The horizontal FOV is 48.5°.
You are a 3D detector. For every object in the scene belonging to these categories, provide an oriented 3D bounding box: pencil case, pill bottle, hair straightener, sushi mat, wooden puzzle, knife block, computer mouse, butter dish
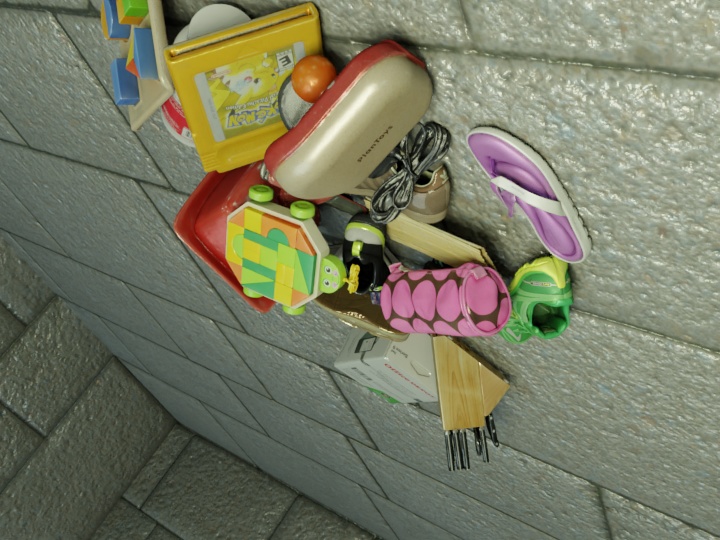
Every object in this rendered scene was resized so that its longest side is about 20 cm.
[{"bbox_3d":[0.101,0.034,1.010,0.199,0.090,0.095,-4,93,58],"label":"pencil case"},{"bbox_3d":[-0.189,-0.244,1.013,0.112,0.113,0.200,39,155,-6],"label":"pill bottle"},{"bbox_3d":[-0.048,-0.109,1.083,0.198,0.041,0.077,17,-172,-31],"label":"hair straightener"},{"bbox_3d":[0.092,-0.037,1.027,0.199,0.012,0.096,27,166,38],"label":"sushi mat"},{"bbox_3d":[-0.290,-0.292,1.018,0.199,0.046,0.188,-14,84,63],"label":"wooden puzzle"},{"bbox_3d":[0.149,0.216,1.290,0.199,0.176,0.064,37,-173,-6],"label":"knife block"},{"bbox_3d":[-0.007,-0.161,0.936,0.199,0.139,0.053,35,-160,-7],"label":"computer mouse"},{"bbox_3d":[-0.135,-0.080,1.169,0.199,0.201,0.147,45,137,-19],"label":"butter dish"}]

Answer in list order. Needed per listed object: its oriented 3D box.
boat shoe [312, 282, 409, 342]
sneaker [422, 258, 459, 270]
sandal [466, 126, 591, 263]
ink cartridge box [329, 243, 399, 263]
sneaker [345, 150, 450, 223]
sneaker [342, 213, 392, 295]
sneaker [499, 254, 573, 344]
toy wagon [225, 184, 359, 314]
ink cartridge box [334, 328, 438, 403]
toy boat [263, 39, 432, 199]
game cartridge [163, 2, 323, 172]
[{"bbox_3d":[-0.012,0.056,1.249,0.198,0.072,0.065,29,156,11],"label":"boat shoe"},{"bbox_3d":[0.118,0.011,1.125,0.199,0.075,0.080,-17,109,54],"label":"sneaker"},{"bbox_3d":[0.186,-0.075,0.883,0.203,0.050,0.082,45,154,-17],"label":"sandal"},{"bbox_3d":[0.035,0.037,1.291,0.200,0.050,0.160,49,153,-20],"label":"ink cartridge box"},{"bbox_3d":[0.027,-0.131,1.003,0.198,0.071,0.076,24,134,20],"label":"sneaker"},{"bbox_3d":[0.000,0.000,1.114,0.071,0.084,0.201,10,153,13],"label":"sneaker"},{"bbox_3d":[0.217,0.055,1.016,0.073,0.085,0.201,-9,154,-9],"label":"sneaker"},{"bbox_3d":[-0.093,-0.018,1.055,0.198,0.039,0.157,22,121,25],"label":"toy wagon"},{"bbox_3d":[0.065,0.163,1.410,0.145,0.085,0.199,36,157,-18],"label":"ink cartridge box"},{"bbox_3d":[-0.029,-0.175,0.855,0.131,0.200,0.130,52,-160,19],"label":"toy boat"},{"bbox_3d":[-0.122,-0.204,0.941,0.201,0.174,0.033,82,166,-58],"label":"game cartridge"}]
